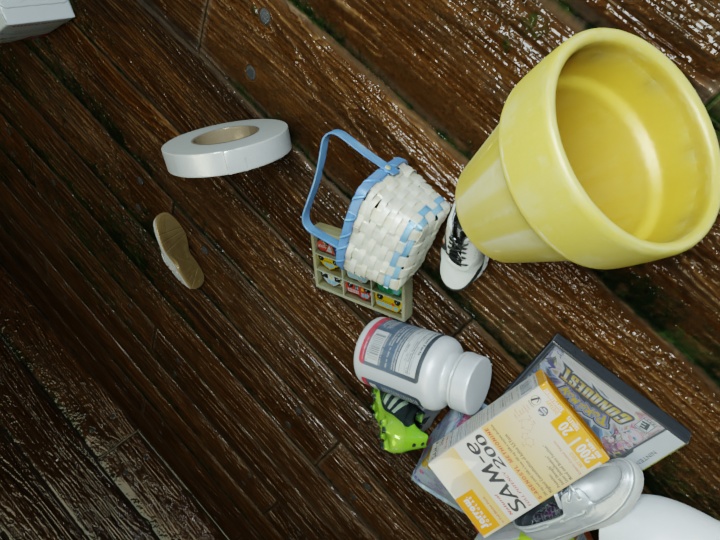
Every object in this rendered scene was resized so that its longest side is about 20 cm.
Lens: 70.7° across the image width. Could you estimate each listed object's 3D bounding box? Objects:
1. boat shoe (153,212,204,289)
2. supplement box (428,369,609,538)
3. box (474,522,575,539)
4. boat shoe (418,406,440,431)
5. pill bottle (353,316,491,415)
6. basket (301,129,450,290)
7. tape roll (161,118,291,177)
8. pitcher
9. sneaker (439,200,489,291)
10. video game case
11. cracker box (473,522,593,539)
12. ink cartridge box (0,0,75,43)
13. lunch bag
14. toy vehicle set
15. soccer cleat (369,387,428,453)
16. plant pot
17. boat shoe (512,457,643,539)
[{"bbox_3d":[-0.456,-0.044,1.238,0.069,0.071,0.201,1,118,41],"label":"boat shoe"},{"bbox_3d":[0.210,0.248,0.695,0.200,0.074,0.126,-41,84,13],"label":"supplement box"},{"bbox_3d":[0.277,0.479,0.836,0.122,0.048,0.200,50,137,6],"label":"box"},{"bbox_3d":[0.099,0.262,0.940,0.057,0.068,0.200,64,147,32],"label":"boat shoe"},{"bbox_3d":[0.099,0.155,0.816,0.200,0.120,0.120,14,126,37],"label":"pill bottle"},{"bbox_3d":[0.010,-0.079,0.723,0.200,0.139,0.177,33,135,11],"label":"basket"},{"bbox_3d":[-0.209,-0.197,0.804,0.202,0.203,0.037,15,126,36],"label":"tape roll"},{"bbox_3d":[0.427,0.387,0.656,0.199,0.121,0.172,-6,90,38],"label":"pitcher"},{"bbox_3d":[0.137,-0.047,0.676,0.074,0.080,0.200,30,135,23],"label":"sneaker"},{"bbox_3d":[0.314,0.209,0.723,0.200,0.025,0.181,39,137,17],"label":"video game case"},{"bbox_3d":[0.310,0.486,0.891,0.200,0.058,0.134,-17,104,48],"label":"cracker box"},{"bbox_3d":[-0.741,-0.584,1.082,0.200,0.145,0.145,6,121,40],"label":"ink cartridge box"},{"bbox_3d":[0.209,0.327,0.829,0.200,0.127,0.170,29,136,6],"label":"lunch bag"},{"bbox_3d":[0.000,0.000,0.874,0.200,0.026,0.125,20,129,33],"label":"toy vehicle set"},{"bbox_3d":[0.063,0.239,0.872,0.081,0.200,0.068,3,111,-8],"label":"soccer cleat"},{"bbox_3d":[0.199,-0.091,0.504,0.201,0.201,0.189,55,155,-2],"label":"plant pot"},{"bbox_3d":[0.294,0.317,0.708,0.068,0.072,0.200,27,129,-18],"label":"boat shoe"}]
